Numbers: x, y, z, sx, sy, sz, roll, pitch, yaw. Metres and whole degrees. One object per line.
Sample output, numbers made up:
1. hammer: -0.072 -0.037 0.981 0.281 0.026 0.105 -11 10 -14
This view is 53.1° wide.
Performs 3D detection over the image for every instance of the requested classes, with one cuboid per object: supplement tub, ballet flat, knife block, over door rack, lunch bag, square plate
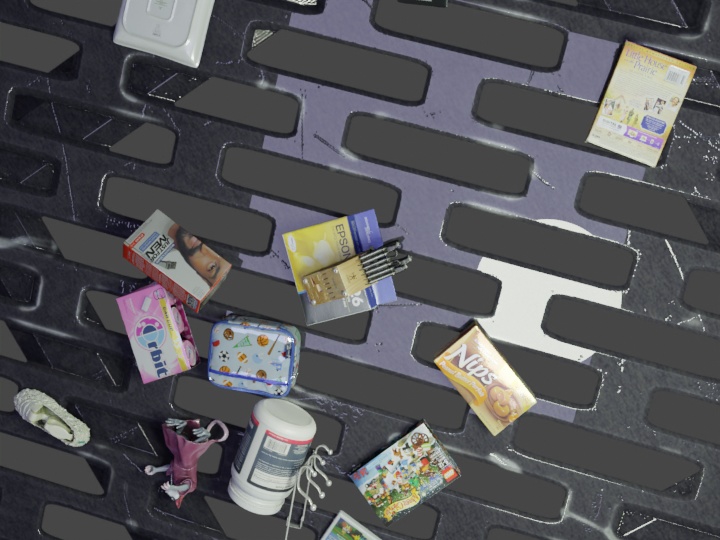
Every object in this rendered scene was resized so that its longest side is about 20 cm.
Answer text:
1. supplement tub: -0.186 0.385 1.502 0.138 0.140 0.203 23 99 4
2. ballet flat: -0.691 0.326 1.595 0.197 0.072 0.073 28 98 4
3. knife block: 0.000 0.000 1.449 0.199 0.174 0.065 -18 95 52
4. over door rack: -0.114 0.481 1.503 0.066 0.148 0.203 22 98 9
5. lunch bag: -0.221 0.185 1.522 0.196 0.076 0.164 10 99 7
6. square plate: -0.405 -0.546 1.489 0.196 0.028 0.202 17 97 5

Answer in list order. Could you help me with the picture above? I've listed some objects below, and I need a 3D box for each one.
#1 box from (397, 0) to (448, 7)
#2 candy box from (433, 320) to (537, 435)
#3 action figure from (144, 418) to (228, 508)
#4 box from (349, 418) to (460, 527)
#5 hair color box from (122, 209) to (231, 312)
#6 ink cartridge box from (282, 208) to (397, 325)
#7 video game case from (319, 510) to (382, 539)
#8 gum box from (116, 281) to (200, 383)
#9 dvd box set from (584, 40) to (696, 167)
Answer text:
1. box: 0.128 -0.622 1.358 0.105 0.148 0.205 8 97 5
2. candy box: 0.254 0.220 1.477 0.115 0.055 0.201 -39 90 9
3. action figure: -0.381 0.418 1.569 0.147 0.133 0.204 -7 113 -35
4. box: 0.095 0.428 1.526 0.199 0.038 0.137 -37 91 9
5. hair color box: -0.381 -0.021 1.497 0.199 0.064 0.111 36 57 1
6. ink cartridge box: -0.043 -0.006 1.495 0.196 0.047 0.202 -15 94 10
7. video game case: -0.013 0.654 1.571 0.198 0.022 0.184 35 99 3
8. gum box: -0.433 0.124 1.542 0.111 0.066 0.204 -17 93 9
9. dvd box set: 0.541 -0.321 1.399 0.144 0.029 0.204 20 99 5
